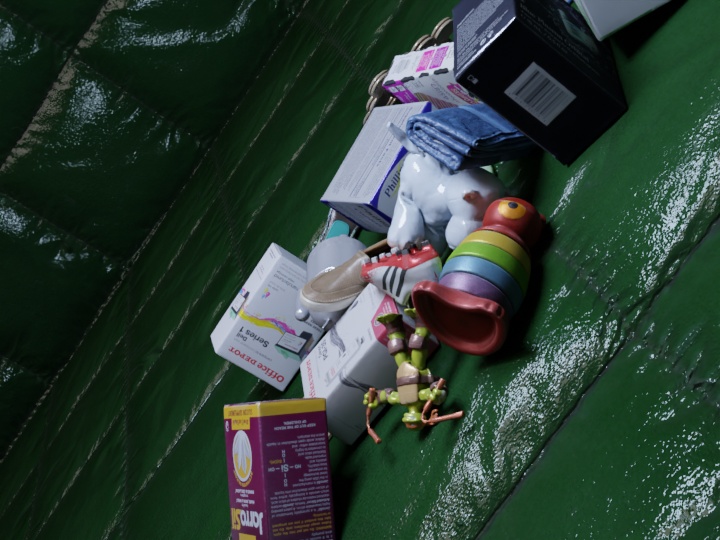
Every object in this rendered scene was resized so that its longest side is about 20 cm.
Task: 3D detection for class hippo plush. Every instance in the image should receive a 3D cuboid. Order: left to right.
[{"bbox_3d":[0.140,-0.098,1.465,0.160,0.158,0.202,13,106,41],"label":"hippo plush"}]

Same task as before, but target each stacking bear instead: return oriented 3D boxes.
[{"bbox_3d":[0.160,-0.007,1.308,0.201,0.120,0.114,-59,-26,-30],"label":"stacking bear"}]

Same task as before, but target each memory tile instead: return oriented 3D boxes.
[{"bbox_3d":[0.081,-0.328,1.796,0.200,0.017,0.154,-42,-17,-18],"label":"memory tile"}]

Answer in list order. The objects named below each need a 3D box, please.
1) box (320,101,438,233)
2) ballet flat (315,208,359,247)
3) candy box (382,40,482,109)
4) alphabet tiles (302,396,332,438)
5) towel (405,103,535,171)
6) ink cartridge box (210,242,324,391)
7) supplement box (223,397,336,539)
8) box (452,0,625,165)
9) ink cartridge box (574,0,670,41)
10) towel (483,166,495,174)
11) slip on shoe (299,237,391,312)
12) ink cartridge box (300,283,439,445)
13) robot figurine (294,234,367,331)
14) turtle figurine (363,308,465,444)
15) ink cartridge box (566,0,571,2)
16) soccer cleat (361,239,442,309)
[{"bbox_3d":[0.055,-0.157,1.679,0.185,0.104,0.200,-60,23,-8],"label":"box"},{"bbox_3d":[-0.030,-0.088,1.920,0.201,0.074,0.074,-60,21,-15],"label":"ballet flat"},{"bbox_3d":[0.148,-0.277,1.620,0.199,0.136,0.061,-2,58,52],"label":"candy box"},{"bbox_3d":[-0.088,0.254,1.648,0.201,0.008,0.167,-55,20,7],"label":"alphabet tiles"},{"bbox_3d":[0.154,-0.186,1.438,0.199,0.111,0.049,-19,-44,-50],"label":"towel"},{"bbox_3d":[-0.139,0.080,1.810,0.201,0.144,0.084,-55,21,7],"label":"ink cartridge box"},{"bbox_3d":[-0.109,0.272,1.418,0.131,0.102,0.202,-17,76,60],"label":"supplement box"},{"bbox_3d":[0.228,-0.279,1.403,0.117,0.196,0.201,-44,25,31],"label":"box"},{"bbox_3d":[0.343,-0.407,1.423,0.144,0.088,0.201,-29,27,16],"label":"ink cartridge box"},{"bbox_3d":[0.137,-0.141,1.655,0.150,0.031,0.201,-51,22,20],"label":"towel"},{"bbox_3d":[0.000,0.000,1.567,0.076,0.198,0.061,48,148,47],"label":"slip on shoe"},{"bbox_3d":[0.008,0.121,1.501,0.200,0.082,0.147,-50,23,16],"label":"ink cartridge box"},{"bbox_3d":[-0.030,0.024,1.685,0.169,0.113,0.201,-30,29,13],"label":"robot figurine"},{"bbox_3d":[0.071,0.131,1.344,0.199,0.064,0.163,-19,72,56],"label":"turtle figurine"},{"bbox_3d":[0.314,-0.515,1.699,0.145,0.084,0.201,-49,21,23],"label":"ink cartridge box"},{"bbox_3d":[0.055,0.014,1.406,0.068,0.086,0.200,-21,3,-22],"label":"soccer cleat"}]
